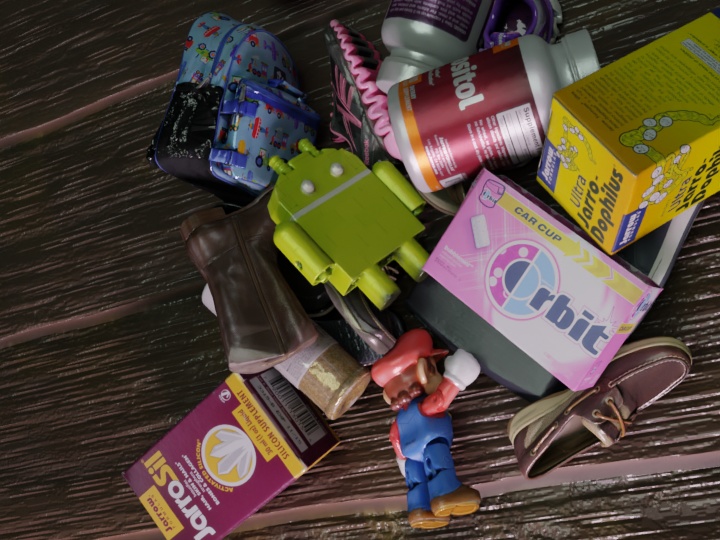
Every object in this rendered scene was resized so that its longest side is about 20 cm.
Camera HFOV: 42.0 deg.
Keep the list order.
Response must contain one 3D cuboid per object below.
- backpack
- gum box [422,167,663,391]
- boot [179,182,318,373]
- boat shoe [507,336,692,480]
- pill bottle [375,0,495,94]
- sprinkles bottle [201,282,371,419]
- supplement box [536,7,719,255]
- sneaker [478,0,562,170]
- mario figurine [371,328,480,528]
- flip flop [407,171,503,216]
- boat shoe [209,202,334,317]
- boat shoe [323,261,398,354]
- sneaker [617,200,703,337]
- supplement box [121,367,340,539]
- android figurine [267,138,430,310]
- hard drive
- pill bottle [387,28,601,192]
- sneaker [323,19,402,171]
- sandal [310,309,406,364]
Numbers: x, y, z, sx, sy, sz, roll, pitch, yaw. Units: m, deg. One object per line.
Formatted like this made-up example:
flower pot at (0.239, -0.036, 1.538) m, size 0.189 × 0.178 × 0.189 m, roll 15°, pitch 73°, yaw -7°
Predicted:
backpack at (-0.130, -0.186, 1.072) m, size 0.133 × 0.182 × 0.203 m, roll 7°, pitch 80°, yaw 30°
gum box at (0.163, 0.004, 0.878) m, size 0.199 × 0.066 × 0.114 m, roll 39°, pitch 106°, yaw 25°
boot at (-0.076, 0.006, 0.973) m, size 0.184 × 0.065 × 0.201 m, roll -20°, pitch 54°, yaw -14°
boat shoe at (0.231, 0.138, 0.894) m, size 0.199 × 0.072 × 0.072 m, roll -33°, pitch 33°, yaw 22°
pill bottle at (0.087, -0.282, 1.013) m, size 0.111 × 0.112 × 0.202 m, roll 20°, pitch 88°, yaw 26°
sprinkles bottle at (-0.081, 0.071, 1.011) m, size 0.199 × 0.068 × 0.069 m, roll 40°, pitch 100°, yaw 15°
supplement box at (0.270, -0.124, 0.829) m, size 0.198 × 0.109 × 0.110 m, roll -29°, pitch 59°, yaw -17°
sneaker at (0.157, -0.210, 0.986) m, size 0.079 × 0.088 × 0.203 m, roll 8°, pitch 87°, yaw 25°
mario figurine at (0.081, 0.156, 0.971) m, size 0.122 × 0.106 × 0.202 m, roll -18°, pitch 64°, yaw 16°
flip flop at (0.124, -0.080, 0.974) m, size 0.080 × 0.058 × 0.200 m, roll -28°, pitch 55°, yaw -17°
boat shoe at (-0.107, -0.012, 1.080) m, size 0.200 × 0.063 × 0.074 m, roll 32°, pitch 63°, yaw 31°
boat shoe at (0.000, 0.000, 1.015) m, size 0.073 × 0.075 × 0.201 m, roll -34°, pitch 50°, yaw 9°
sneaker at (0.245, -0.046, 0.917) m, size 0.145 × 0.077 × 0.204 m, roll 25°, pitch 84°, yaw 15°
supplement box at (-0.143, 0.205, 1.037) m, size 0.200 × 0.103 × 0.131 m, roll -42°, pitch 82°, yaw 21°
android figurine at (-0.014, -0.056, 0.982) m, size 0.200 × 0.181 × 0.041 m, roll 49°, pitch 143°, yaw 12°
hard drive at (0.146, 0.040, 0.979) m, size 0.199 × 0.042 × 0.136 m, roll 36°, pitch 98°, yaw 26°
pill bottle at (0.134, -0.158, 0.907) m, size 0.198 × 0.113 × 0.114 m, roll -18°, pitch 75°, yaw 14°
sneaker at (-0.009, -0.193, 1.078) m, size 0.095 × 0.079 × 0.202 m, roll -33°, pitch 68°, yaw 30°
sandal at (-0.042, 0.084, 1.070) m, size 0.197 × 0.043 × 0.077 m, roll -2°, pitch 88°, yaw 16°
